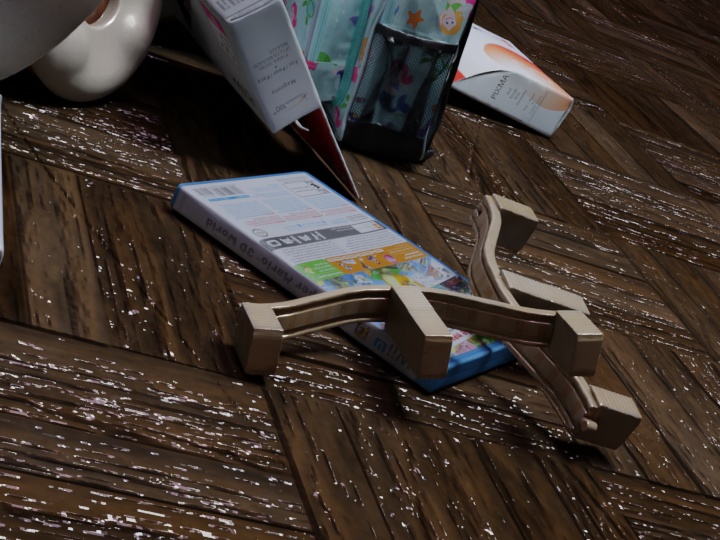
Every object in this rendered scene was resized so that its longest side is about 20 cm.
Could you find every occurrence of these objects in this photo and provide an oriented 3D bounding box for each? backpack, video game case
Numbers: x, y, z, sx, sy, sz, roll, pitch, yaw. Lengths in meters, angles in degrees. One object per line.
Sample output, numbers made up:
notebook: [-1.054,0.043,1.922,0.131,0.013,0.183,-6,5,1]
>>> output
backpack: [0.018,-0.210,1.188,0.149,0.201,0.178,18,22,-19]
video game case: [0.000,0.000,0.921,0.199,0.018,0.143,34,22,23]

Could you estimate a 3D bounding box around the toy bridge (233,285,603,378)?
toy bridge: [0.030,0.030,0.805,0.198,0.027,0.067,2,23,-19]

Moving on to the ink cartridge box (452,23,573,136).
ink cartridge box: [0.092,-0.215,1.474,0.199,0.050,0.162,25,17,-31]

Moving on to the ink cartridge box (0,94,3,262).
ink cartridge box: [-0.271,-0.066,0.733,0.198,0.047,0.198,16,24,-20]

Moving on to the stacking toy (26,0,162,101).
stacking toy: [-0.244,-0.198,1.019,0.198,0.148,0.146,13,14,25]

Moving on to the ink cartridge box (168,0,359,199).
ink cartridge box: [-0.082,-0.151,1.076,0.043,0.174,0.200,-28,40,-9]

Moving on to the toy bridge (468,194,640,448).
toy bridge: [0.100,0.022,0.897,0.067,0.027,0.201,19,31,-29]

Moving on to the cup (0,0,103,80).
cup: [-0.219,-0.224,0.836,0.143,0.200,0.200,40,7,-40]

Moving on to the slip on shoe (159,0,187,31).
slip on shoe: [-0.119,-0.214,1.245,0.199,0.061,0.076,-21,36,-39]
